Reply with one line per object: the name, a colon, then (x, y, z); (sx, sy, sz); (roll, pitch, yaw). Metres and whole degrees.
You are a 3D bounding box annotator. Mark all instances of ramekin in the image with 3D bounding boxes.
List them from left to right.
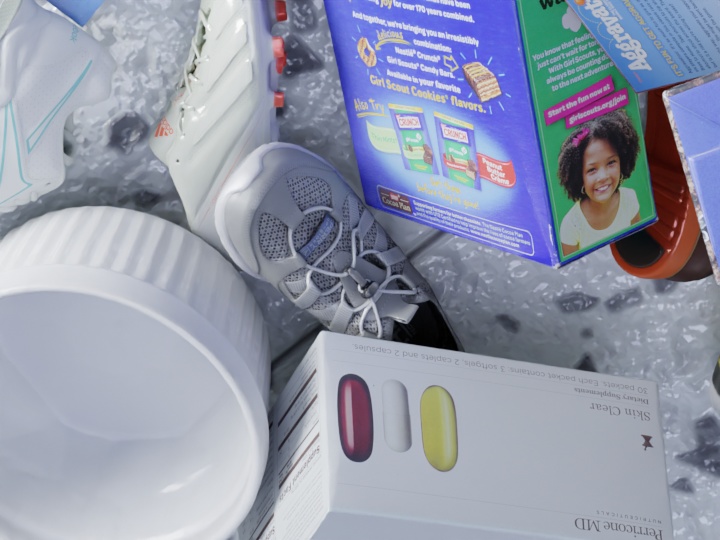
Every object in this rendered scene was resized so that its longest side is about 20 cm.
ramekin: (-0.141, 0.060, 1.509); (0.199, 0.105, 0.201); (5, 126, 7)

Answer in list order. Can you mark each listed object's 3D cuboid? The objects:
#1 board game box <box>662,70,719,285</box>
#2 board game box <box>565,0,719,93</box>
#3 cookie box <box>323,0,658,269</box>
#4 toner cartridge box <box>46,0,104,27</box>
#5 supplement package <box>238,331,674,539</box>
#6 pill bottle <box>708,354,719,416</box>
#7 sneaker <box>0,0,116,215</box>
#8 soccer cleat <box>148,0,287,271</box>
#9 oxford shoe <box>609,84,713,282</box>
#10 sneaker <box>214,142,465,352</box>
board game box: (0.265, -0.064, 1.338); (0.159, 0.200, 0.097); (-19, 83, 27)
board game box: (0.123, -0.164, 1.293); (0.103, 0.020, 0.200); (-12, 134, 36)
cookie box: (0.060, -0.120, 1.426); (0.075, 0.171, 0.201); (-26, 117, -29)
toner cartridge box: (-0.121, -0.234, 1.440); (0.095, 0.043, 0.200); (35, 107, -17)
supplement package: (0.049, 0.130, 1.515); (0.199, 0.111, 0.156); (8, 146, -18)
pill bottle: (0.275, 0.001, 1.520); (0.114, 0.114, 0.201); (14, 112, -9)
sneaker: (-0.201, -0.055, 1.490); (0.080, 0.071, 0.201); (25, 121, -22)
soccer cleat: (-0.077, -0.090, 1.492); (0.077, 0.069, 0.201); (0, 116, 1)
oxford shoe: (0.200, -0.089, 1.516); (0.072, 0.071, 0.201); (8, 109, -43)
sneaker: (0.000, 0.000, 1.491); (0.075, 0.082, 0.200); (-54, 133, -6)
